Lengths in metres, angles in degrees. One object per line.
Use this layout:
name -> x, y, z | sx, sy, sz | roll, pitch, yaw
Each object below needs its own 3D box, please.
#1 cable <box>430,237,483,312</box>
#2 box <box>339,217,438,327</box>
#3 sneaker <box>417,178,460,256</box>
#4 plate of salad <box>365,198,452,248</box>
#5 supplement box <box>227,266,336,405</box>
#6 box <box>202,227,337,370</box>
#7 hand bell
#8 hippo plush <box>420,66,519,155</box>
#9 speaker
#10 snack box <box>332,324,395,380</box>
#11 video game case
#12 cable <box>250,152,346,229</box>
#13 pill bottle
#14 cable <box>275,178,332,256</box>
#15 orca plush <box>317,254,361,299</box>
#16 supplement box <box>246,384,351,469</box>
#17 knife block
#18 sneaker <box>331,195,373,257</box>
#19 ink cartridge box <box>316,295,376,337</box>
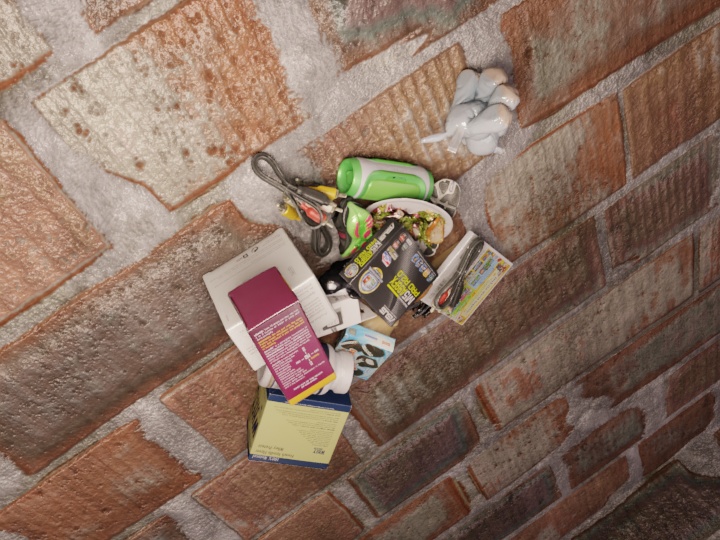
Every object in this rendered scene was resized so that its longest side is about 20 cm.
cable -> 0.212, 0.013, 1.530 | 0.096, 0.050, 0.202 | -1, 115, -44
box -> 0.065, 0.008, 1.417 | 0.160, 0.044, 0.200 | -47, 137, -5
sneaker -> 0.166, -0.129, 1.506 | 0.080, 0.084, 0.201 | 25, 131, 3
plate of salad -> 0.097, -0.092, 1.431 | 0.197, 0.049, 0.201 | 5, 155, 2
supplement box -> -0.138, 0.117, 1.199 | 0.102, 0.131, 0.201 | -30, 128, -9
box -> -0.183, 0.053, 1.348 | 0.198, 0.200, 0.131 | -32, 131, -7
hand bell -> 0.093, 0.086, 1.557 | 0.103, 0.105, 0.200 | 22, 129, -39
hippo plush -> 0.260, -0.297, 1.384 | 0.160, 0.158, 0.202 | 33, 84, -53
speaker -> 0.053, -0.184, 1.395 | 0.198, 0.089, 0.089 | 3, 121, -32
snack box -> -0.005, 0.191, 1.567 | 0.115, 0.037, 0.200 | 21, 148, -7
video game case -> 0.253, 0.022, 1.616 | 0.181, 0.023, 0.201 | 30, 102, -40
cable -> -0.128, -0.146, 1.290 | 0.198, 0.050, 0.098 | 25, 80, -6
pill bottle -> -0.121, 0.212, 1.487 | 0.198, 0.116, 0.117 | 12, 117, -19
cable -> -0.102, -0.113, 1.391 | 0.097, 0.050, 0.200 | -51, 147, -12
orca plush -> 0.000, 0.000, 1.441 | 0.197, 0.106, 0.071 | -4, 143, -15
supplement box -> -0.150, 0.339, 1.586 | 0.198, 0.135, 0.202 | 12, 117, -17
knife block -> 0.176, 0.021, 1.627 | 0.174, 0.064, 0.202 | 1, 122, -31
sneaker -> -0.018, -0.093, 1.405 | 0.076, 0.084, 0.200 | -27, 162, -18
ink cartridge box -> -0.076, 0.085, 1.485 | 0.198, 0.116, 0.068 | -18, 113, -19
